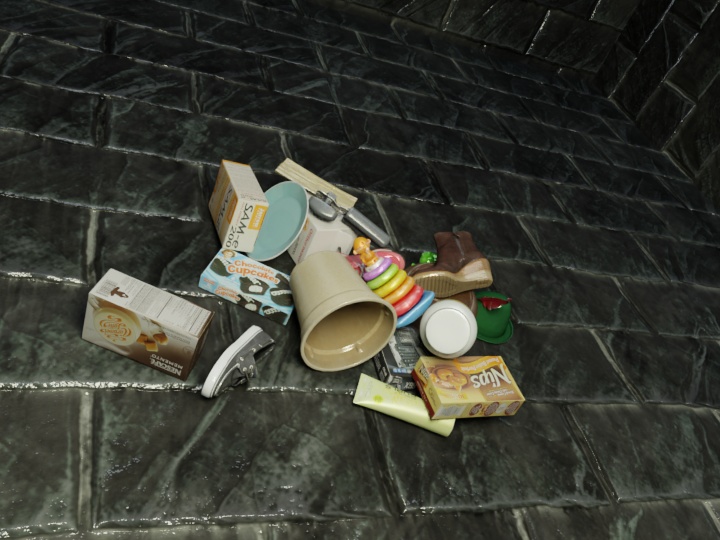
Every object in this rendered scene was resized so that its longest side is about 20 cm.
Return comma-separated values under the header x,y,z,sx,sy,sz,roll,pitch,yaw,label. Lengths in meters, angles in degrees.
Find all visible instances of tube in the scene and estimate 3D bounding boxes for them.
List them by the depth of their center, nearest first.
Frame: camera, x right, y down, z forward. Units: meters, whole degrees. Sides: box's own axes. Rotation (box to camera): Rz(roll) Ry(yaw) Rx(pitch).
x,y,z,sx,sy,sz,roll,pitch,yaw,label
0.085,0.265,1.290,0.199,0.052,0.058,22,-2,0,tube

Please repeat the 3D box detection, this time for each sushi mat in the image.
x,y,z,sx,sy,sz,roll,pitch,yaw,label
-0.102,-0.200,1.555,0.199,0.012,0.096,30,30,-5,sushi mat

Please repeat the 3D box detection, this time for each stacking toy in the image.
x,y,z,sx,sy,sz,roll,pitch,yaw,label
0.047,0.015,1.366,0.116,0.110,0.200,-40,101,-14,stacking toy

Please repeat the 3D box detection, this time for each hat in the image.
x,y,z,sx,sy,sz,roll,pitch,yaw,label
0.330,0.061,1.575,0.165,0.177,0.200,3,41,-27,hat

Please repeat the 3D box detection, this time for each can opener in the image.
x,y,z,sx,sy,sz,roll,pitch,yaw,label
-0.029,-0.105,1.477,0.200,0.053,0.067,38,74,-5,can opener

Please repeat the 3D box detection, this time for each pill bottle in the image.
x,y,z,sx,sy,sz,roll,pitch,yaw,label
0.175,0.114,1.316,0.112,0.113,0.200,31,4,8,pill bottle

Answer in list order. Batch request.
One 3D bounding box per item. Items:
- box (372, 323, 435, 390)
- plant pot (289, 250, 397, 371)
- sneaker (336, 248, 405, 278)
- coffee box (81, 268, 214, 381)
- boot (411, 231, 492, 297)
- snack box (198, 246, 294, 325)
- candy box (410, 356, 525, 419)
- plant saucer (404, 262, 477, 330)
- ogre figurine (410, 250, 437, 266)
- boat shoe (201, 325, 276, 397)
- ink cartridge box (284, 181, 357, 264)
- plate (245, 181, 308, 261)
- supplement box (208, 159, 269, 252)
x,y,z,sx,sy,sz,roll,pitch,yaw,label
0.122,0.182,1.411,0.199,0.050,0.158,7,39,-23,box
-0.054,0.066,1.325,0.200,0.201,0.184,0,42,-31,plant pot
0.000,0.000,1.456,0.199,0.074,0.087,-3,17,8,sneaker
-0.375,0.097,1.170,0.199,0.115,0.080,24,35,-4,coffee box
0.189,-0.021,1.499,0.199,0.073,0.167,-3,42,-16,boot
-0.227,0.030,1.404,0.199,0.037,0.116,24,35,-2,snack box
0.213,0.230,1.315,0.199,0.055,0.116,4,41,-26,candy box
0.174,0.055,1.486,0.199,0.035,0.201,8,51,-10,plant saucer
0.177,0.025,1.587,0.119,0.201,0.098,23,-7,16,ogre figurine
-0.215,0.174,1.214,0.066,0.070,0.200,28,28,6,boat shoe
-0.104,-0.098,1.558,0.125,0.129,0.200,-5,45,-37,ink cartridge box
-0.187,-0.108,1.493,0.026,0.200,0.201,35,22,-45,plate
-0.279,-0.147,1.492,0.073,0.126,0.200,9,28,-29,supplement box
